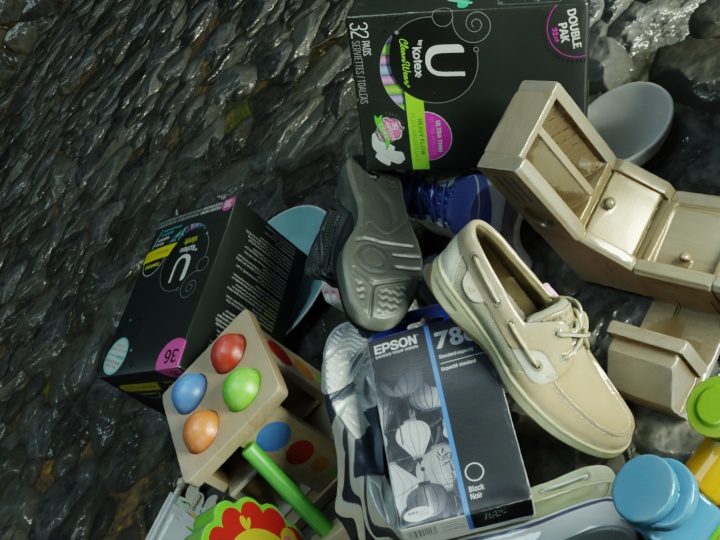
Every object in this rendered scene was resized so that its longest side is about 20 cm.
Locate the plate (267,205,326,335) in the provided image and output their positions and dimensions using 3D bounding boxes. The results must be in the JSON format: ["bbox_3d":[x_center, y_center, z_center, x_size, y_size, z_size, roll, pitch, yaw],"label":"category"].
[{"bbox_3d":[-0.098,0.013,1.093,0.198,0.025,0.203,-27,44,29],"label":"plate"}]

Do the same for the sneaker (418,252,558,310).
[{"bbox_3d":[0.112,0.011,0.808,0.069,0.083,0.199,-27,34,-22],"label":"sneaker"}]

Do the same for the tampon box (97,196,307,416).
[{"bbox_3d":[-0.169,0.049,1.011,0.148,0.126,0.203,-12,52,41],"label":"tampon box"}]

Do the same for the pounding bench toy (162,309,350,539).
[{"bbox_3d":[-0.082,0.161,0.840,0.124,0.156,0.201,-44,37,8],"label":"pounding bench toy"}]

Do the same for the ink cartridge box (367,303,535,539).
[{"bbox_3d":[0.061,0.099,0.700,0.097,0.039,0.203,-16,51,5],"label":"ink cartridge box"}]

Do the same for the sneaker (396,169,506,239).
[{"bbox_3d":[0.060,-0.068,0.880,0.200,0.113,0.082,-126,41,-70],"label":"sneaker"}]

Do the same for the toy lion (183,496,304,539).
[{"bbox_3d":[-0.085,0.276,0.701,0.068,0.199,0.194,-32,78,25],"label":"toy lion"}]

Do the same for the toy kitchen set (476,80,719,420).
[{"bbox_3d":[0.198,-0.012,0.668,0.198,0.180,0.165,16,73,51],"label":"toy kitchen set"}]

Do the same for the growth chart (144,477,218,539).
[{"bbox_3d":[-0.176,0.303,0.938,0.199,0.018,0.146,24,78,53],"label":"growth chart"}]

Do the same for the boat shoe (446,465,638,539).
[{"bbox_3d":[0.110,0.207,0.683,0.197,0.073,0.063,-24,30,18],"label":"boat shoe"}]

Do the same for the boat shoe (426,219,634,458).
[{"bbox_3d":[0.135,0.050,0.680,0.072,0.201,0.065,-30,-15,-48],"label":"boat shoe"}]

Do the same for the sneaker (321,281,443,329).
[{"bbox_3d":[0.018,0.034,0.918,0.105,0.074,0.203,-45,42,33],"label":"sneaker"}]

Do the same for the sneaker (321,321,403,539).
[{"bbox_3d":[0.006,0.154,0.774,0.131,0.078,0.201,109,144,-48],"label":"sneaker"}]

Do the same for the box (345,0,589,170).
[{"bbox_3d":[0.100,-0.183,0.807,0.195,0.151,0.125,1,37,13],"label":"box"}]

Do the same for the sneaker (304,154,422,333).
[{"bbox_3d":[0.000,0.000,0.811,0.202,0.075,0.115,-99,25,-48],"label":"sneaker"}]

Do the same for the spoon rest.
[{"bbox_3d":[0.200,-0.094,0.834,0.200,0.060,0.100,-47,37,7],"label":"spoon rest"}]

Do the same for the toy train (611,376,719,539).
[{"bbox_3d":[0.245,0.100,0.576,0.201,0.115,0.084,-52,37,-1],"label":"toy train"}]
